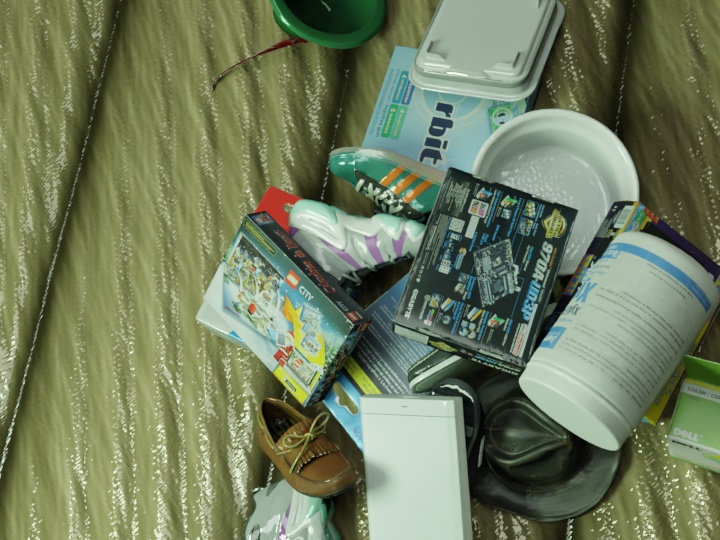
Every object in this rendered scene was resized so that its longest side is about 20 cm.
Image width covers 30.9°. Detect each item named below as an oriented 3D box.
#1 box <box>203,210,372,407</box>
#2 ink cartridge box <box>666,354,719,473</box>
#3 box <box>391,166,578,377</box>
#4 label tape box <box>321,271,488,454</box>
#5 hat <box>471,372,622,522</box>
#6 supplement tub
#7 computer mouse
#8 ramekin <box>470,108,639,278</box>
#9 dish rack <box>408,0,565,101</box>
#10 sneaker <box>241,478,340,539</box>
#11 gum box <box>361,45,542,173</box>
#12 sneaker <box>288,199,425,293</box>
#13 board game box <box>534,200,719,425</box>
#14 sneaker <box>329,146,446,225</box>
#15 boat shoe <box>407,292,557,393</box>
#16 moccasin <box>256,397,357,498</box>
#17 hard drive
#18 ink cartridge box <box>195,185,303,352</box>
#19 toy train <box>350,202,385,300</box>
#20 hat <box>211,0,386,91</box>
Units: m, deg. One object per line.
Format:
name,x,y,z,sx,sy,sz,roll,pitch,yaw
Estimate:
box,-0.090,0.045,1.558,0.200,0.038,0.137,45,123,22
ink cartridge box,0.405,0.166,1.387,0.147,0.200,0.076,16,76,21
box,0.140,0.000,1.468,0.158,0.046,0.201,18,73,6
label tape box,0.047,0.113,1.588,0.200,0.066,0.143,-41,65,1
hat,0.199,0.191,1.505,0.200,0.081,0.202,-5,68,14
supplement tub,0.273,0.072,1.368,0.132,0.132,0.200,32,76,24
computer mouse,0.083,0.215,1.517,0.140,0.046,0.201,10,101,35
ramekin,0.227,-0.084,1.565,0.199,0.098,0.202,0,78,1
dish rack,0.163,-0.309,1.686,0.171,0.044,0.201,11,55,18
sneaker,-0.091,0.344,1.543,0.139,0.078,0.201,-16,57,12
gum box,0.116,-0.195,1.692,0.199,0.045,0.171,14,75,19
sneaker,0.000,0.000,1.581,0.199,0.078,0.141,11,85,18
board game box,0.314,0.048,1.485,0.200,0.165,0.057,-59,23,-10
sneaker,0.051,-0.094,1.632,0.199,0.071,0.080,17,74,-3
boat shoe,0.135,0.074,1.507,0.199,0.076,0.060,-27,68,-9
moccasin,-0.066,0.205,1.535,0.073,0.078,0.201,-20,26,-17
hard drive,0.063,0.244,1.489,0.131,0.027,0.201,-2,94,36
ink cartridge box,-0.110,0.006,1.672,0.116,0.067,0.201,24,79,21
toy train,0.009,-0.027,1.670,0.046,0.034,0.200,30,80,11
hat,-0.087,-0.346,1.824,0.199,0.176,0.166,8,66,-21
